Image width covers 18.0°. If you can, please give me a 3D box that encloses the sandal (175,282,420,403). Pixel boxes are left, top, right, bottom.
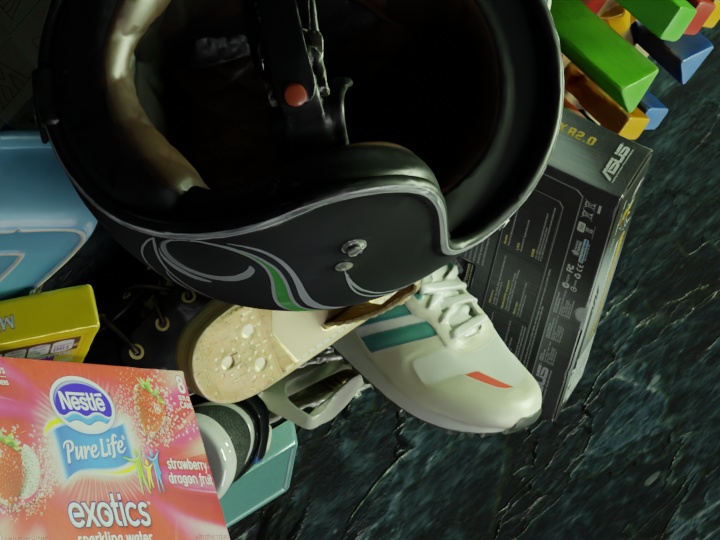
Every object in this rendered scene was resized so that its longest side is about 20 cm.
[{"bbox_3d":[0.002,0.005,1.204,0.211,0.069,0.078,-38,120,-19],"label":"sandal"}]

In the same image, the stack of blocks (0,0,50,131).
[{"bbox_3d":[-0.104,-0.122,1.045,0.200,0.059,0.115,-48,155,6],"label":"stack of blocks"}]

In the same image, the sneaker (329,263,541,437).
[{"bbox_3d":[0.027,0.011,1.290,0.070,0.199,0.094,-22,142,-48],"label":"sneaker"}]

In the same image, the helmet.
[{"bbox_3d":[-0.022,-0.075,0.945,0.200,0.200,0.190,-50,159,12],"label":"helmet"}]

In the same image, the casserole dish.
[{"bbox_3d":[-0.190,-0.005,1.024,0.120,0.039,0.200,-5,159,-38],"label":"casserole dish"}]

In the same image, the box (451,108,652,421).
[{"bbox_3d":[0.072,-0.020,1.339,0.048,0.157,0.201,-52,161,-40],"label":"box"}]

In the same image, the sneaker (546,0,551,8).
[{"bbox_3d":[0.026,-0.126,1.219,0.199,0.075,0.085,-34,156,-22],"label":"sneaker"}]

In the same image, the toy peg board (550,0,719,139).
[{"bbox_3d":[0.154,-0.121,1.395,0.199,0.098,0.201,-3,133,-55],"label":"toy peg board"}]

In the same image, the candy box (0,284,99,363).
[{"bbox_3d":[-0.225,0.051,1.057,0.198,0.027,0.102,-12,166,-19],"label":"candy box"}]

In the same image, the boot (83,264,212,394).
[{"bbox_3d":[-0.103,0.008,1.229,0.199,0.073,0.151,-18,144,-47],"label":"boot"}]

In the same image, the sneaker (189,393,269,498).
[{"bbox_3d":[-0.135,0.130,1.327,0.199,0.074,0.112,-25,-178,25],"label":"sneaker"}]

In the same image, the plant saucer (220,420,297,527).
[{"bbox_3d":[-0.121,0.168,1.512,0.199,0.019,0.070,-30,152,-30],"label":"plant saucer"}]

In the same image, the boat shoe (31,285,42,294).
[{"bbox_3d":[-0.218,0.070,1.162,0.202,0.060,0.072,-53,154,16],"label":"boat shoe"}]

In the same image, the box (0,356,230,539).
[{"bbox_3d":[-0.160,0.103,1.068,0.095,0.100,0.199,-25,163,26],"label":"box"}]

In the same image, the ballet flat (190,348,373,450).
[{"bbox_3d":[-0.059,0.077,1.412,0.199,0.072,0.072,-25,149,-34],"label":"ballet flat"}]
